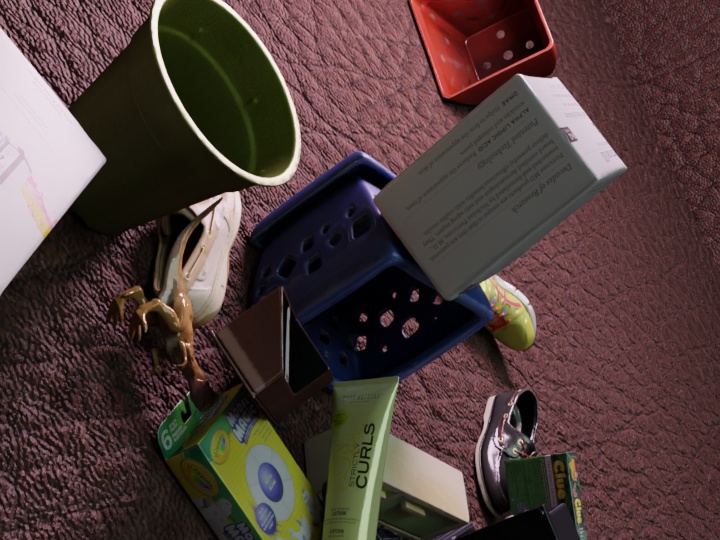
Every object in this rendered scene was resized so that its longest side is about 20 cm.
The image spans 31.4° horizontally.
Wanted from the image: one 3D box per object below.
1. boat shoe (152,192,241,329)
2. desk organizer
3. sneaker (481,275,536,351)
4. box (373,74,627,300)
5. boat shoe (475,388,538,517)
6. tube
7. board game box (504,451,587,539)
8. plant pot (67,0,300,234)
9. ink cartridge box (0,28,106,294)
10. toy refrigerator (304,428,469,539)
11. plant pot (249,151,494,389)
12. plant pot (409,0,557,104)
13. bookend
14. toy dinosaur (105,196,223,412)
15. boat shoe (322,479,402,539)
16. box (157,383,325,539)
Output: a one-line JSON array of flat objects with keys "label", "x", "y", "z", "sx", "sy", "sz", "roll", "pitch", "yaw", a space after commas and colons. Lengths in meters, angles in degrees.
[{"label": "boat shoe", "x": -0.167, "y": -0.041, "z": 1.274, "sx": 0.069, "sy": 0.073, "sz": 0.202, "roll": 44, "pitch": 33, "yaw": -42}, {"label": "desk organizer", "x": -0.078, "y": 0.084, "z": 1.204, "sx": 0.072, "sy": 0.077, "sz": 0.200, "roll": 54, "pitch": -6, "yaw": 12}, {"label": "sneaker", "x": 0.171, "y": 0.045, "z": 1.799, "sx": 0.201, "sy": 0.078, "sz": 0.091, "roll": 50, "pitch": 38, "yaw": -13}, {"label": "box", "x": 0.147, "y": -0.088, "z": 1.312, "sx": 0.131, "sy": 0.199, "sz": 0.199, "roll": 53, "pitch": 20, "yaw": 6}, {"label": "boat shoe", "x": 0.195, "y": 0.233, "z": 1.678, "sx": 0.074, "sy": 0.062, "sz": 0.203, "roll": 53, "pitch": 32, "yaw": -27}, {"label": "tube", "x": -0.006, "y": 0.200, "z": 1.235, "sx": 0.057, "sy": 0.052, "sz": 0.203, "roll": 11, "pitch": 66, "yaw": -8}, {"label": "board game box", "x": 0.232, "y": 0.328, "z": 1.566, "sx": 0.023, "sy": 0.104, "sz": 0.203, "roll": 2, "pitch": 77, "yaw": -40}, {"label": "plant pot", "x": -0.189, "y": -0.129, "z": 1.187, "sx": 0.200, "sy": 0.188, "sz": 0.202, "roll": 41, "pitch": 34, "yaw": -36}, {"label": "ink cartridge box", "x": -0.316, "y": -0.059, "z": 0.952, "sx": 0.145, "sy": 0.146, "sz": 0.201, "roll": 52, "pitch": 30, "yaw": -19}, {"label": "toy refrigerator", "x": 0.031, "y": 0.233, "z": 1.379, "sx": 0.199, "sy": 0.075, "sz": 0.071, "roll": 35, "pitch": 39, "yaw": -44}, {"label": "plant pot", "x": 0.000, "y": 0.000, "z": 1.407, "sx": 0.199, "sy": 0.199, "sz": 0.182, "roll": 31, "pitch": 34, "yaw": -45}, {"label": "plant pot", "x": 0.224, "y": -0.390, "z": 2.147, "sx": 0.176, "sy": 0.198, "sz": 0.203, "roll": 24, "pitch": 46, "yaw": -65}, {"label": "bookend", "x": 0.170, "y": 0.313, "z": 1.417, "sx": 0.198, "sy": 0.198, "sz": 0.093, "roll": -9, "pitch": 74, "yaw": -60}, {"label": "toy dinosaur", "x": -0.176, "y": 0.033, "z": 1.182, "sx": 0.105, "sy": 0.060, "sz": 0.203, "roll": 3, "pitch": 77, "yaw": -45}, {"label": "boat shoe", "x": 0.021, "y": 0.291, "z": 1.298, "sx": 0.202, "sy": 0.062, "sz": 0.074, "roll": 62, "pitch": -16, "yaw": -11}, {"label": "box", "x": -0.106, "y": 0.198, "z": 1.203, "sx": 0.201, "sy": 0.048, "sz": 0.118, "roll": 56, "pitch": 28, "yaw": -11}]
